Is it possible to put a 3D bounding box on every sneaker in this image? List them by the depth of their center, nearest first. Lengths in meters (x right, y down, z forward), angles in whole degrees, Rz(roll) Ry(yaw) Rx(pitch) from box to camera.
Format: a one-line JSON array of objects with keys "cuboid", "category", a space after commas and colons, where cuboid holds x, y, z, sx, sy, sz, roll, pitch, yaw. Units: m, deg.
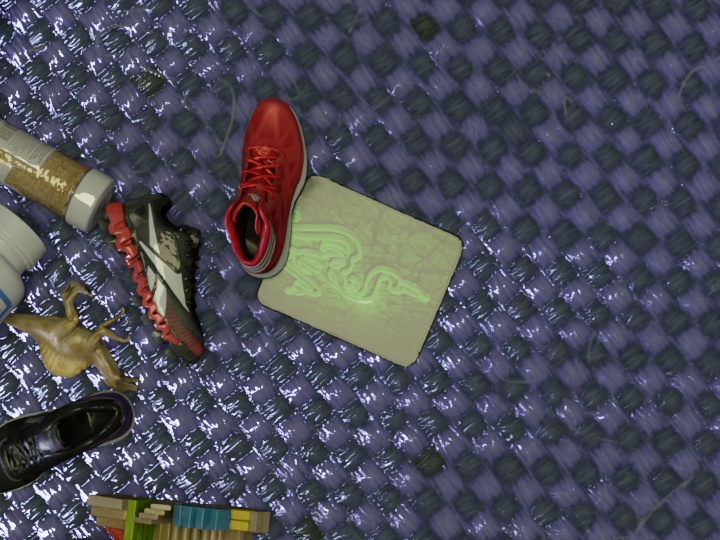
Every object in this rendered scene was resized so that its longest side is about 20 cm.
[{"cuboid": [-0.348, 0.184, 1.717, 0.199, 0.088, 0.076, -26, 87, -1], "category": "sneaker"}, {"cuboid": [-0.102, -0.096, 1.718, 0.077, 0.116, 0.202, 0, 86, 4], "category": "sneaker"}, {"cuboid": [-0.210, 0.003, 1.736, 0.097, 0.071, 0.202, -25, 85, 1], "category": "sneaker"}]

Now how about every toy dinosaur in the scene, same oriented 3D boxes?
[{"cuboid": [-0.328, 0.064, 1.741, 0.199, 0.058, 0.102, 27, 88, 2], "category": "toy dinosaur"}]

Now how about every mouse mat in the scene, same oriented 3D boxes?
[{"cuboid": [0.000, 0.000, 1.768, 0.198, 0.008, 0.162, 23, 87, 3], "category": "mouse mat"}]

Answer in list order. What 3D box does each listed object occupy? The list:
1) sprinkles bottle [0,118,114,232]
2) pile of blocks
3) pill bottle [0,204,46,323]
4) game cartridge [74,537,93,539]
[{"cuboid": [-0.374, -0.118, 1.748, 0.199, 0.068, 0.069, 29, 87, 3], "category": "sprinkles bottle"}, {"cuboid": [-0.200, 0.285, 1.713, 0.198, 0.082, 0.063, 6, 86, 0], "category": "pile of blocks"}, {"cuboid": [-0.437, 0.026, 1.708, 0.112, 0.112, 0.200, 38, 71, 3], "category": "pill bottle"}, {"cuboid": [-0.231, 0.346, 1.683, 0.199, 0.133, 0.041, 29, 80, 1], "category": "game cartridge"}]
